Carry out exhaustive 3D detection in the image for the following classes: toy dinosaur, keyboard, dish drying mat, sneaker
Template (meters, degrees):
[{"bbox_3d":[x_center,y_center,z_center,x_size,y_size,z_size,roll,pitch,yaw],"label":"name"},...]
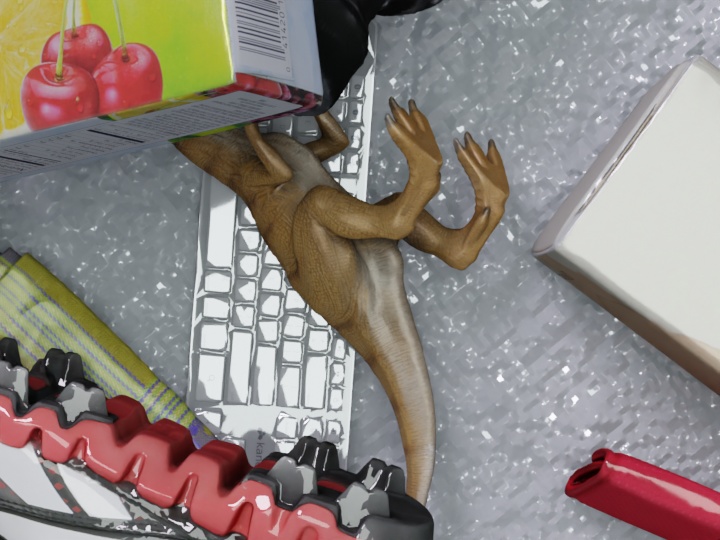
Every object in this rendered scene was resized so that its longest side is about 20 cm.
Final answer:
[{"bbox_3d":[0.000,0.000,0.921,0.106,0.060,0.200,-37,81,26],"label":"toy dinosaur"},{"bbox_3d":[-0.029,0.013,0.944,0.056,0.011,0.201,4,88,-2],"label":"keyboard"},{"bbox_3d":[0.165,0.103,0.915,0.200,0.077,0.018,24,80,-1],"label":"dish drying mat"},{"bbox_3d":[-0.082,0.083,0.883,0.200,0.071,0.098,20,98,9],"label":"sneaker"}]

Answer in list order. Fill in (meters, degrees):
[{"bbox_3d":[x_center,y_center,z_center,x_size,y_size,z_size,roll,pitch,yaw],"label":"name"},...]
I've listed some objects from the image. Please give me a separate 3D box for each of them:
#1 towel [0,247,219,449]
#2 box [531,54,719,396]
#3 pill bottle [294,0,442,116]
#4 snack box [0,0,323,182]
[{"bbox_3d":[-0.098,0.104,0.929,0.200,0.023,0.144,43,88,2],"label":"towel"},{"bbox_3d":[0.159,0.022,0.909,0.200,0.095,0.078,37,89,1],"label":"box"},{"bbox_3d":[0.007,-0.153,0.878,0.112,0.112,0.200,33,75,-1],"label":"pill bottle"},{"bbox_3d":[-0.092,-0.134,0.811,0.142,0.053,0.201,-10,80,29],"label":"snack box"}]
